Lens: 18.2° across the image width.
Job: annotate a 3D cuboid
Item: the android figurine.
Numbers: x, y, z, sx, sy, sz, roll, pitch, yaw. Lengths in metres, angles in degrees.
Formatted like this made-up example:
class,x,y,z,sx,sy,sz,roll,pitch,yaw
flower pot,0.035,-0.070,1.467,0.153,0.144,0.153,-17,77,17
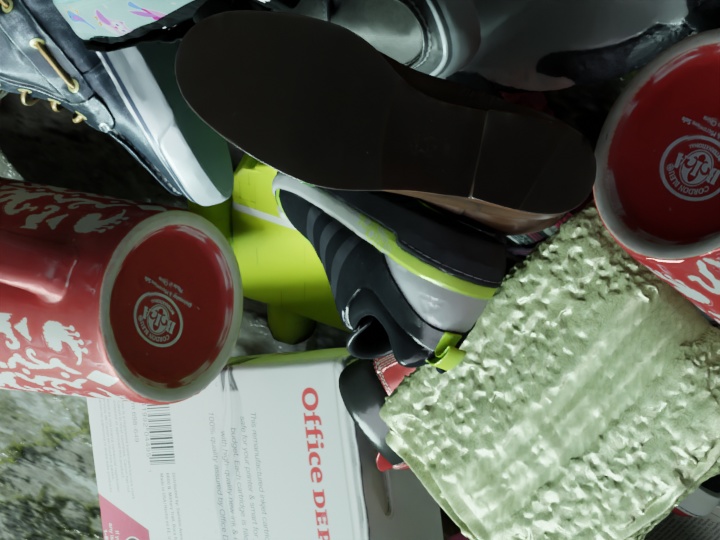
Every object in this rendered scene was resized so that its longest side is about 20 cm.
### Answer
class,x,y,z,sx,sy,sz,roll,pitch,yaw
android figurine,-0.013,-0.012,1.291,0.182,0.041,0.200,20,148,10

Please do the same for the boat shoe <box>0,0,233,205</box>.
class,x,y,z,sx,sy,sz,roll,pitch,yaw
boat shoe,-0.148,-0.106,1.160,0.091,0.071,0.200,-24,115,18

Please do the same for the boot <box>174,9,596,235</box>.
class,x,y,z,sx,sy,sz,roll,pitch,yaw
boot,0.013,-0.059,1.003,0.186,0.064,0.200,21,-178,0

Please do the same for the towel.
class,x,y,z,sx,sy,sz,roll,pitch,yaw
towel,0.104,0.070,1.111,0.148,0.036,0.200,49,127,13

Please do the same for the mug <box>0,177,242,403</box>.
class,x,y,z,sx,sy,sz,roll,pitch,yaw
mug,-0.189,0.017,1.288,0.200,0.177,0.134,7,105,43

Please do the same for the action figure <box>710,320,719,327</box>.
class,x,y,z,sx,sy,sz,roll,pitch,yaw
action figure,0.215,0.078,1.140,0.130,0.200,0.069,-16,121,4

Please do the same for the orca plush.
class,x,y,z,sx,sy,sz,roll,pitch,yaw
orca plush,0.099,-0.129,1.057,0.200,0.071,0.105,-15,85,38

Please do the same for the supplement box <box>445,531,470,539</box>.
class,x,y,z,sx,sy,sz,roll,pitch,yaw
supplement box,0.118,0.206,1.251,0.110,0.086,0.200,-30,144,14

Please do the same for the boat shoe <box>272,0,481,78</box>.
class,x,y,z,sx,sy,sz,roll,pitch,yaw
boat shoe,-0.016,-0.114,1.062,0.200,0.057,0.069,11,127,59

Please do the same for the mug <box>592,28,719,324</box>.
class,x,y,z,sx,sy,sz,roll,pitch,yaw
mug,0.186,-0.013,1.011,0.177,0.134,0.200,-13,151,38

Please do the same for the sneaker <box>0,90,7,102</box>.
class,x,y,z,sx,sy,sz,roll,pitch,yaw
sneaker,-0.210,-0.117,1.246,0.090,0.075,0.200,24,148,12

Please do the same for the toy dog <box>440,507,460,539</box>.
class,x,y,z,sx,sy,sz,roll,pitch,yaw
toy dog,0.038,0.195,1.411,0.140,0.194,0.200,45,144,-6

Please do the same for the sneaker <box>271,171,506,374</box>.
class,x,y,z,sx,sy,sz,roll,pitch,yaw
sneaker,0.000,0.000,1.127,0.072,0.083,0.200,16,-173,-27

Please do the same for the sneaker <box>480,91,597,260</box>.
class,x,y,z,sx,sy,sz,roll,pitch,yaw
sneaker,0.074,-0.046,1.148,0.200,0.081,0.075,34,152,-13

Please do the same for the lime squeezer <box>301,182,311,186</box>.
class,x,y,z,sx,sy,sz,roll,pitch,yaw
lime squeezer,-0.046,-0.090,1.188,0.038,0.071,0.200,0,-172,-21

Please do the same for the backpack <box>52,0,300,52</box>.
class,x,y,z,sx,sy,sz,roll,pitch,yaw
backpack,-0.078,-0.179,1.019,0.200,0.167,0.127,-10,117,52

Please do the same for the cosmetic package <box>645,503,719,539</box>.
class,x,y,z,sx,sy,sz,roll,pitch,yaw
cosmetic package,0.151,0.105,1.310,0.200,0.073,0.104,28,147,-3

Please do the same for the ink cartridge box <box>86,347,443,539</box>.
class,x,y,z,sx,sy,sz,roll,pitch,yaw
ink cartridge box,-0.056,0.123,1.328,0.200,0.085,0.146,-6,92,37

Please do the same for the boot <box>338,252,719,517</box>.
class,x,y,z,sx,sy,sz,roll,pitch,yaw
boot,0.091,0.090,1.225,0.200,0.072,0.144,38,124,-18
